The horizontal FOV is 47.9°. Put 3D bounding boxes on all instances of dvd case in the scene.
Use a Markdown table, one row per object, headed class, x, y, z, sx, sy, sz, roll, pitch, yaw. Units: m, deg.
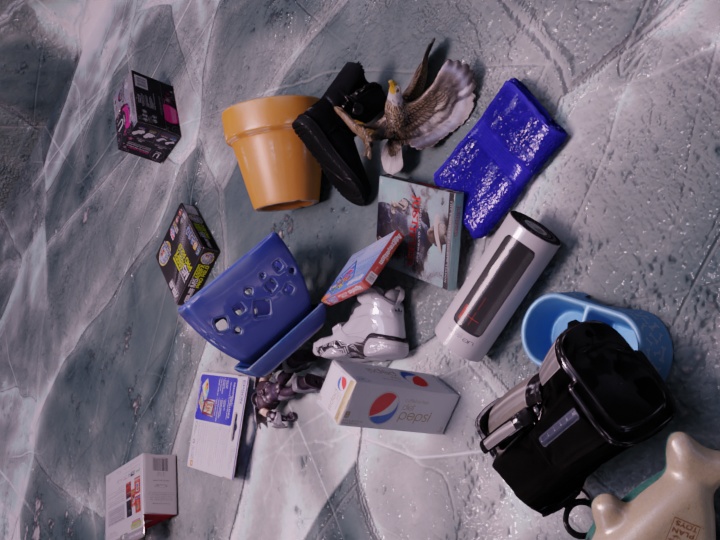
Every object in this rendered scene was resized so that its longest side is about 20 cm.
| class | x | y | z | sx | sy | sz | roll | pitch | yaw |
| --- | --- | --- | --- | --- | --- | --- | --- | --- | --- |
| dvd case | 0.086 | -0.064 | 1.256 | 0.199 | 0.022 | 0.148 | 23 | 114 | 54 |

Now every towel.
| class | x | y | z | sx | sy | sz | roll | pitch | yaw |
| --- | --- | --- | --- | --- | --- | --- | --- | --- | --- |
| towel | 0.191 | -0.163 | 1.167 | 0.201 | 0.049 | 0.148 | -54 | 42 | 26 |

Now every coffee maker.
| class | x | y | z | sx | sy | sz | roll | pitch | yaw |
| --- | --- | --- | --- | --- | --- | --- | --- | --- | --- |
| coffee maker | 0.249 | 0.179 | 0.896 | 0.192 | 0.135 | 0.200 | 39 | 143 | 7 |

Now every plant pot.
| class | x | y | z | sx | sy | sz | roll | pitch | yaw |
| --- | --- | --- | --- | --- | --- | --- | --- | --- | --- |
| plant pot | -0.180 | 0.071 | 1.399 | 0.200 | 0.180 | 0.200 | -41 | 8 | -16 |
| plant pot | -0.150 | -0.211 | 1.520 | 0.199 | 0.199 | 0.186 | -9 | 87 | 50 |

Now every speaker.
| class | x | y | z | sx | sy | sz | roll | pitch | yaw |
| --- | --- | --- | --- | --- | --- | --- | --- | --- | --- |
| speaker | 0.183 | 0.024 | 1.097 | 0.201 | 0.081 | 0.081 | -59 | 41 | 21 |

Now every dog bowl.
| class | x | y | z | sx | sy | sz | roll | pitch | yaw |
| --- | --- | --- | --- | --- | --- | --- | --- | --- | --- |
| dog bowl | 0.276 | 0.087 | 0.982 | 0.199 | 0.049 | 0.113 | 21 | 96 | 53 |

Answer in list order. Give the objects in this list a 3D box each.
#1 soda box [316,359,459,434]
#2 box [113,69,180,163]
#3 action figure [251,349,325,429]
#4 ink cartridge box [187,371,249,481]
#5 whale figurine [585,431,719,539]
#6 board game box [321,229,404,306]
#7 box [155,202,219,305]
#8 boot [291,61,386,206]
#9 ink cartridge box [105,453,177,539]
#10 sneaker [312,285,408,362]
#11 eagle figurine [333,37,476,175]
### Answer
| class | x | y | z | sx | sy | sz | roll | pitch | yaw |
| --- | --- | --- | --- | --- | --- | --- | --- | --- | --- |
| soda box | 0.041 | 0.179 | 1.131 | 0.064 | 0.199 | 0.069 | 37 | 108 | 50 |
| box | -0.568 | -0.404 | 2.141 | 0.115 | 0.131 | 0.201 | -44 | 48 | 33 |
| action figure | -0.140 | 0.214 | 1.465 | 0.200 | 0.069 | 0.131 | -36 | 60 | 45 |
| ink cartridge box | -0.273 | 0.308 | 1.623 | 0.199 | 0.047 | 0.200 | -3 | 76 | 50 |
| whale figurine | 0.308 | 0.260 | 0.836 | 0.104 | 0.158 | 0.202 | -73 | 3 | -83 |
| board game box | 0.000 | 0.000 | 1.298 | 0.103 | 0.019 | 0.200 | -54 | 10 | -20 |
| box | -0.408 | -0.038 | 1.897 | 0.161 | 0.044 | 0.200 | -59 | 41 | 21 |
| boot | -0.005 | -0.237 | 1.402 | 0.168 | 0.201 | 0.076 | -47 | 25 | -20 |
| ink cartridge box | -0.489 | 0.519 | 1.799 | 0.199 | 0.083 | 0.177 | -33 | 54 | 42 |
| sneaker | 0.002 | 0.087 | 1.316 | 0.199 | 0.075 | 0.116 | -9 | 70 | 46 |
| eagle figurine | 0.079 | -0.263 | 1.299 | 0.153 | 0.199 | 0.151 | 58 | 173 | 2 |
